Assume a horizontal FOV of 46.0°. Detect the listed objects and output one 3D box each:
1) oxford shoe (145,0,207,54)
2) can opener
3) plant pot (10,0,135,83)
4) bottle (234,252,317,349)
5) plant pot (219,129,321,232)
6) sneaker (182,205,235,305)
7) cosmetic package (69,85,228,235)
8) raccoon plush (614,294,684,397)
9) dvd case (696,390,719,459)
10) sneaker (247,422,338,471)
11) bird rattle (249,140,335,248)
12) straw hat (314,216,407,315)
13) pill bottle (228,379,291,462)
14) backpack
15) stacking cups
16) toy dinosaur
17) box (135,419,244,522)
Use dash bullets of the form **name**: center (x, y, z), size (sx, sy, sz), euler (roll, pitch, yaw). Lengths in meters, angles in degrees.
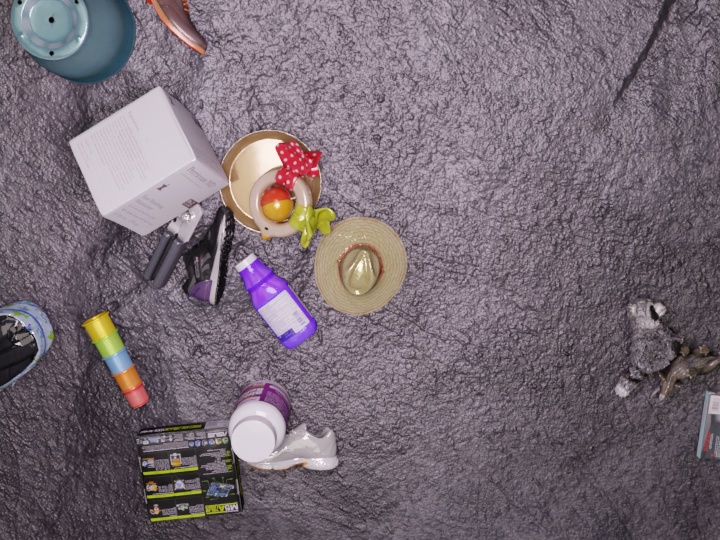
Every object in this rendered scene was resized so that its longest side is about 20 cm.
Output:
- **oxford shoe**: center (-0.344, -0.490, 1.569), size (0.072, 0.071, 0.200), euler (-40, 98, 2)
- **can opener**: center (-0.358, -0.056, 1.657), size (0.053, 0.066, 0.201), euler (37, 107, 15)
- **plant pot**: center (-0.524, -0.438, 1.517), size (0.199, 0.188, 0.201), euler (0, 101, -1)
- **bottle**: center (-0.171, 0.057, 1.675), size (0.083, 0.065, 0.200), euler (-37, 99, 6)
- **plant pot**: center (-0.175, -0.173, 1.651), size (0.199, 0.027, 0.201), euler (0, 101, -1)
- **sneaker**: center (-0.302, -0.033, 1.647), size (0.087, 0.076, 0.201), euler (15, 109, 4)
- **cosmetic package**: center (-0.383, -0.196, 1.553), size (0.199, 0.165, 0.166), euler (-30, 75, 6)
- **raccoon plush**: center (0.543, 0.147, 1.687), size (0.134, 0.097, 0.200), euler (40, 99, 1)
- **dvd case**: center (0.806, 0.325, 1.753), size (0.199, 0.022, 0.147), euler (3, 101, -2)
- **sneaker**: center (-0.143, 0.356, 1.737), size (0.199, 0.076, 0.093), euler (2, 93, -8)
- **bird rattle**: center (-0.140, -0.138, 1.599), size (0.162, 0.113, 0.201), euler (-17, 98, 20)
- **straw hat**: center (0.000, 0.000, 1.655), size (0.200, 0.085, 0.202), euler (0, 101, 0)
- **pill bottle**: center (-0.197, 0.295, 1.652), size (0.111, 0.200, 0.113), euler (0, 101, 0)
- **backpack**: center (-0.702, 0.145, 1.662), size (0.199, 0.154, 0.164), euler (-29, 98, 27)
- **stacking cups**: center (-0.488, 0.184, 1.700), size (0.060, 0.061, 0.201), euler (-23, 100, 4)
- **toy dinosaur**: center (0.673, 0.188, 1.701), size (0.199, 0.102, 0.077), euler (-24, 72, -7)
- **box**: center (-0.351, 0.415, 1.754), size (0.199, 0.048, 0.194), euler (-7, 103, 0)
